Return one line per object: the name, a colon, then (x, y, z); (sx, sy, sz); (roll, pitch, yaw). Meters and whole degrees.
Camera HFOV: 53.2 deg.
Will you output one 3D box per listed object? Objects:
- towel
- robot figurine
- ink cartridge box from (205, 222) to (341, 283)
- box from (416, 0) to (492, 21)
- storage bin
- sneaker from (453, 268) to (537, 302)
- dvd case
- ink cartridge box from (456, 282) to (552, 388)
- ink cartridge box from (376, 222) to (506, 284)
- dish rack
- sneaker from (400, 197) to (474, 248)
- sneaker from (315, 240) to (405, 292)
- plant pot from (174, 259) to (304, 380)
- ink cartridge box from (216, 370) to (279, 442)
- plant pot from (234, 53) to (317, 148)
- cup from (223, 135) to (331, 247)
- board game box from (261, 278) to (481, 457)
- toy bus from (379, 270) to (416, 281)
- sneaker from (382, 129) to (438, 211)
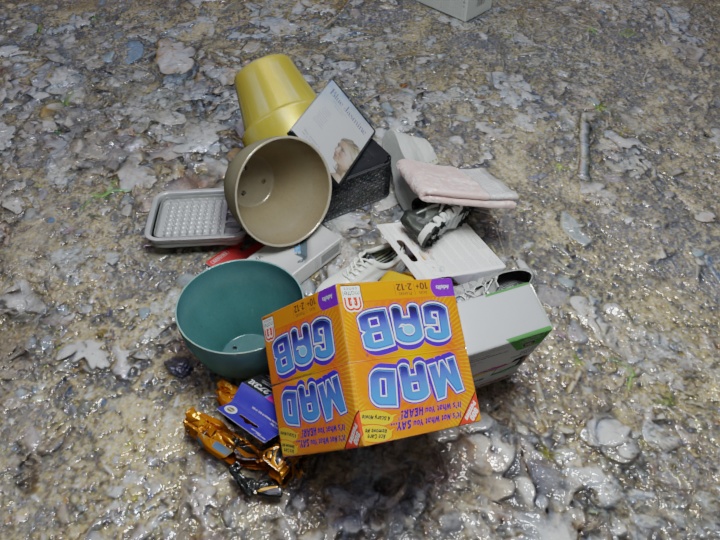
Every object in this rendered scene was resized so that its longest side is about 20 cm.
towel: (0.177, -0.165, 1.353); (0.190, 0.032, 0.200); (4, 22, -12)
robot figurine: (-0.158, 0.248, 1.067); (0.200, 0.058, 0.145); (26, 48, 23)
ink cartridge box: (-0.166, -0.038, 1.360); (0.176, 0.045, 0.200); (32, 53, 26)
box: (0.273, -0.825, 2.104); (0.200, 0.098, 0.124); (35, 54, 29)
storage bin: (-0.048, -0.196, 1.484); (0.200, 0.094, 0.135); (-23, 50, -23)
sneaker: (0.194, 0.037, 1.158); (0.200, 0.082, 0.075); (-24, 73, -19)
dvd case: (-0.052, -0.271, 1.415); (0.018, 0.143, 0.200); (-24, 27, 42)
ink cartridge box: (0.183, 0.114, 1.102); (0.144, 0.200, 0.084); (-15, 65, -16)
ink cartridge box: (0.143, -0.030, 1.324); (0.200, 0.050, 0.161); (-10, 46, -29)
dish rack: (-0.311, -0.099, 1.410); (0.199, 0.044, 0.172); (-2, 40, -4)
sneaker: (0.144, -0.114, 1.334); (0.090, 0.067, 0.200); (39, 43, 18)
sneaker: (0.000, 0.000, 1.306); (0.200, 0.071, 0.073); (-31, 53, -28)
plant pot: (-0.187, 0.098, 1.160); (0.199, 0.135, 0.200); (0, 45, 0)
ink cartridge box: (-0.114, 0.189, 1.086); (0.095, 0.037, 0.200); (28, 25, 25)
plant pot: (-0.167, -0.335, 1.496); (0.200, 0.201, 0.189); (-21, 84, -21)
cup: (-0.175, -0.157, 1.335); (0.200, 0.201, 0.143); (-30, 31, -27)
board game box: (0.009, 0.134, 0.992); (0.199, 0.200, 0.200); (-2, 76, -37)
toy bus: (0.044, 0.069, 1.228); (0.065, 0.078, 0.200); (17, 47, 27)
sneaker: (0.125, -0.203, 1.505); (0.115, 0.074, 0.200); (2, 64, -37)
